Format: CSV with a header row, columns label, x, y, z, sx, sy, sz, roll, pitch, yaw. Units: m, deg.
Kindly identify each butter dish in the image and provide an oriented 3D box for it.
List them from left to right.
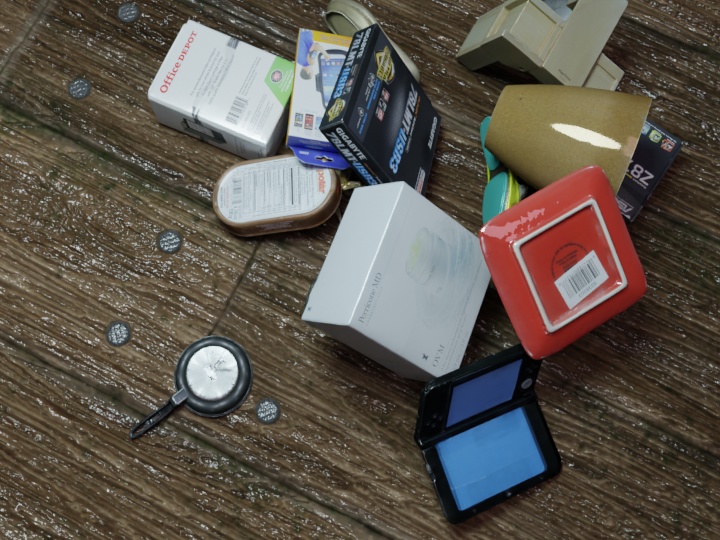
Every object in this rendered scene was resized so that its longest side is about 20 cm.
label,x,y,z,sx,sy,sz,roll,pitch,yaw
butter dish,0.252,-0.016,1.032,0.198,0.148,0.202,-29,103,-10

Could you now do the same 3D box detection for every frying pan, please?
label,x,y,z,sx,sy,sz,roll,pitch,yaw
frying pan,-0.246,0.157,1.080,0.186,0.031,0.117,-13,73,-9

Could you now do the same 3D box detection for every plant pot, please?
label,x,y,z,sx,sy,sz,roll,pitch,yaw
plant pot,0.285,-0.187,1.089,0.197,0.187,0.189,23,74,13

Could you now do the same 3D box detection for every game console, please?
label,x,y,z,sx,sy,sz,roll,pitch,yaw
game console,0.183,0.212,1.021,0.197,0.178,0.117,-18,47,-22

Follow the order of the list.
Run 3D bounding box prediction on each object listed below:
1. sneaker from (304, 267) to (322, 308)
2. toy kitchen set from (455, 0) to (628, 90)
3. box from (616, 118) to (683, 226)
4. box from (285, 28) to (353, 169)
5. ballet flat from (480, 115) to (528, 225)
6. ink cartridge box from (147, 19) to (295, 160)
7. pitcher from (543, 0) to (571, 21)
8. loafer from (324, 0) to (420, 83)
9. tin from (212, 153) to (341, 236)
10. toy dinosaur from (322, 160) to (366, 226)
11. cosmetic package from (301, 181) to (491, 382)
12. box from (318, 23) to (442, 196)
label,x,y,z,sx,sy,sz,roll,pitch,yaw
sneaker,0.000,0.000,1.114,0.199,0.074,0.080,-39,84,-13
toy kitchen set,0.297,-0.358,1.191,0.198,0.180,0.165,33,85,-16
box,0.380,-0.189,1.198,0.199,0.049,0.162,37,79,8
box,-0.044,-0.252,1.123,0.116,0.042,0.204,7,70,-10
ballet flat,0.226,-0.145,1.174,0.066,0.067,0.204,8,70,-24
ink cartridge box,-0.204,-0.272,1.175,0.197,0.084,0.148,23,73,3
pitcher,0.282,-0.500,1.259,0.168,0.121,0.204,-10,63,17
loafer,0.010,-0.352,1.213,0.200,0.076,0.067,44,70,10
tin,-0.126,-0.114,1.133,0.195,0.042,0.114,-8,72,10
toy dinosaur,-0.031,-0.136,1.158,0.100,0.058,0.201,36,75,9
cosmetic package,0.058,0.020,1.034,0.198,0.122,0.203,31,73,-30
box,0.038,-0.212,1.099,0.049,0.198,0.203,-12,47,37
